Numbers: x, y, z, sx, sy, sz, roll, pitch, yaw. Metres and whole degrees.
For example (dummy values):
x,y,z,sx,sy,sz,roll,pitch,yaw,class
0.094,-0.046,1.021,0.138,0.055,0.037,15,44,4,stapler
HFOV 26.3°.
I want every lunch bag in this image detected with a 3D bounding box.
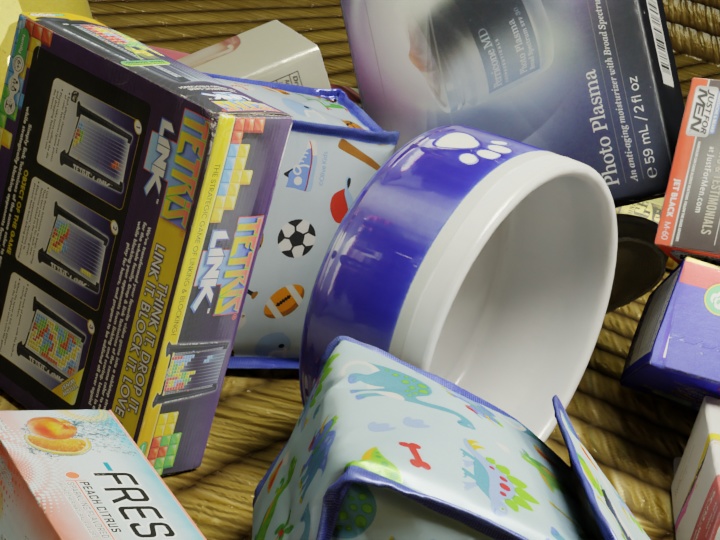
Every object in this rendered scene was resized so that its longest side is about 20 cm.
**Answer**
x,y,z,sx,sy,sz,roll,pitch,yaw,class
-0.096,-0.031,0.939,0.200,0.170,0.124,6,17,-29,lunch bag
0.059,0.130,0.678,0.200,0.128,0.170,26,14,-8,lunch bag

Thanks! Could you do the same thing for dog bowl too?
x,y,z,sx,sy,sz,roll,pitch,yaw,class
0.057,0.025,0.844,0.079,0.200,0.200,24,20,31,dog bowl

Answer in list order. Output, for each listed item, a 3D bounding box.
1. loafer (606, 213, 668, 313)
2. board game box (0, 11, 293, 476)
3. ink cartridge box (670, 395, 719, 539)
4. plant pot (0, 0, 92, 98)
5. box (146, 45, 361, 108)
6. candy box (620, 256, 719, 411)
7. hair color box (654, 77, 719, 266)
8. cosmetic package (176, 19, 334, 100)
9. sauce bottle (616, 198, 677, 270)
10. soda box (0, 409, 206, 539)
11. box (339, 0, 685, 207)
x,y,z,sx,sy,sz,roll,pitch,yaw,class
0.120,0.023,1.046,0.200,0.076,0.068,-19,42,0,loafer
-0.132,-0.016,0.813,0.165,0.200,0.057,29,21,34,board game box
0.244,0.135,0.879,0.116,0.068,0.200,16,17,3,ink cartridge box
-0.264,-0.123,1.089,0.200,0.200,0.142,-1,45,-40,plant pot
-0.075,-0.084,1.167,0.200,0.128,0.109,10,13,-17,box
0.266,0.060,0.996,0.169,0.077,0.200,17,-5,6,candy box
0.259,-0.039,1.003,0.064,0.111,0.200,10,-9,29,hair color box
-0.118,-0.080,1.034,0.200,0.103,0.087,-23,30,-14,cosmetic package
0.242,-0.047,1.431,0.200,0.066,0.066,17,18,13,sauce bottle
-0.100,0.130,0.616,0.064,0.068,0.200,4,22,-32,soda box
0.107,-0.129,1.045,0.198,0.200,0.123,-13,-1,20,box
